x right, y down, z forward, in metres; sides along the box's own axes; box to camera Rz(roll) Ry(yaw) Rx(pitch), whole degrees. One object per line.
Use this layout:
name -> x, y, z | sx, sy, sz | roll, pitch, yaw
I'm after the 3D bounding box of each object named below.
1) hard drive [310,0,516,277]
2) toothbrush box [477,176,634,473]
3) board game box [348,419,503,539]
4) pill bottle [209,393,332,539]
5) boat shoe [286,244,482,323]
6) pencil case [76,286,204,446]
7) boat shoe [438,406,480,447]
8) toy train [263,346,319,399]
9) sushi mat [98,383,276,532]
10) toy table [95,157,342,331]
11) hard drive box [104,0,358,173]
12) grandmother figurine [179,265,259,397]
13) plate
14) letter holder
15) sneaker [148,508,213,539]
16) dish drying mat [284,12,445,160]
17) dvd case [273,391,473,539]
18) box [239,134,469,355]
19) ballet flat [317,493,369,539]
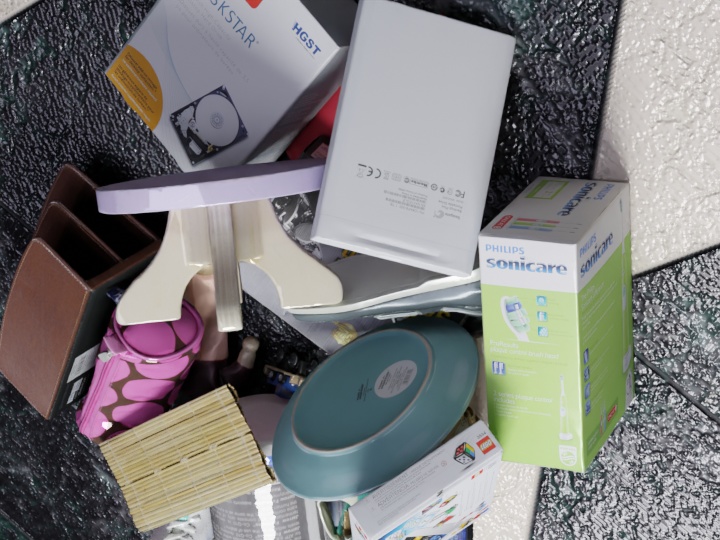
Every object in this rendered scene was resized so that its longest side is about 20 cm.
hard drive -> 0.043, -0.106, 1.304 | 0.132, 0.027, 0.200 | 14, 81, -14
toothbrush box -> 0.164, 0.041, 1.336 | 0.086, 0.146, 0.200 | 7, 115, 24
board game box -> 0.053, 0.195, 1.341 | 0.035, 0.126, 0.200 | 54, 169, 18
pill bottle -> -0.085, 0.228, 1.538 | 0.114, 0.114, 0.200 | 4, 113, 25
boat shoe -> 0.031, 0.024, 1.376 | 0.200, 0.073, 0.062 | -12, 124, 23
pencil case -> -0.213, 0.097, 1.525 | 0.091, 0.094, 0.200 | 43, 144, 13
boat shoe -> 0.072, 0.145, 1.454 | 0.074, 0.069, 0.200 | 42, 139, 46
toy train -> -0.033, 0.107, 1.474 | 0.200, 0.034, 0.046 | 16, 91, 59
sushi mat -> -0.160, 0.173, 1.486 | 0.200, 0.012, 0.096 | -26, 86, 41
toy table -> -0.108, -0.022, 1.328 | 0.200, 0.184, 0.117 | -5, 98, 8
hard drive box -> -0.103, -0.186, 1.401 | 0.156, 0.077, 0.200 | 49, 123, 10
grandmother figurine -> -0.152, 0.082, 1.566 | 0.121, 0.061, 0.200 | 6, 112, 38
plate -> 0.006, 0.105, 1.352 | 0.200, 0.200, 0.026 | -16, 126, 31
letter holder -> -0.289, 0.016, 1.552 | 0.142, 0.101, 0.200 | 42, 136, 14
sneaker -> -0.169, 0.245, 1.556 | 0.075, 0.200, 0.089 | 11, 123, 3
dish drying mat -> 0.012, -0.144, 1.408 | 0.200, 0.018, 0.077 | -27, 97, 32
dvd case -> 0.012, 0.191, 1.553 | 0.200, 0.018, 0.143 | 8, 115, 23
box -> 0.000, 0.000, 1.447 | 0.200, 0.048, 0.158 | 37, 123, 1
ballet flat -> -0.004, 0.196, 1.477 | 0.070, 0.067, 0.200 | -5, 127, -6
